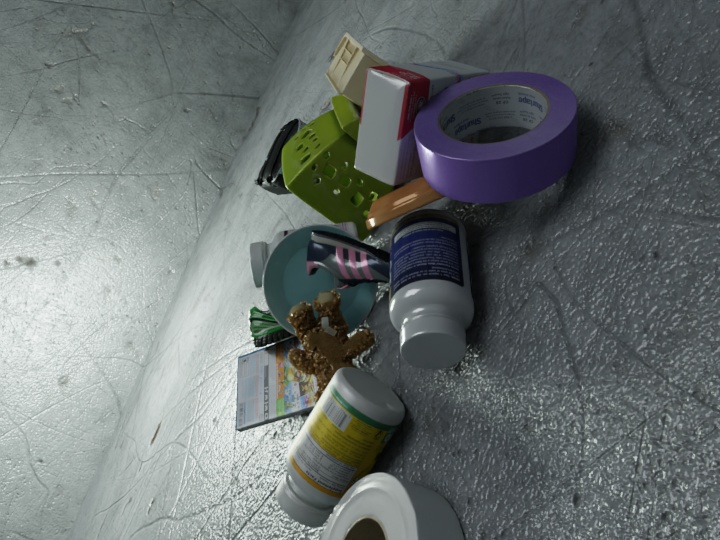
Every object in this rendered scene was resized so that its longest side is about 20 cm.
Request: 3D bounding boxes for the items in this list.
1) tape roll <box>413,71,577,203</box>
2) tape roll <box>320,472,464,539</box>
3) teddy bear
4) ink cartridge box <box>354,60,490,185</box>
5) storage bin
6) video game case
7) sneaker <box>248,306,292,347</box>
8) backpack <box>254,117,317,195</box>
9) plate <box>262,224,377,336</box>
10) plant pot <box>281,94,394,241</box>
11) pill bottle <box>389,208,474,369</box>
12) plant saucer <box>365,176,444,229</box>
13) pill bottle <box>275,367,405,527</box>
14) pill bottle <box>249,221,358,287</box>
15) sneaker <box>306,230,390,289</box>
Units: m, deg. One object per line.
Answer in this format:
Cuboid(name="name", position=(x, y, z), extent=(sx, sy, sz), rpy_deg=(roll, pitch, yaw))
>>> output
Cuboid(name="tape roll", position=(0.170, -0.173, 0.755), extent=(0.198, 0.066, 0.201), rpy_deg=(-10, 42, 9))
Cuboid(name="tape roll", position=(0.026, 0.335, 0.662), extent=(0.202, 0.070, 0.204), rpy_deg=(-45, 31, 36))
Cuboid(name="teddy bear", position=(-0.051, 0.126, 0.971), extent=(0.144, 0.067, 0.200), rpy_deg=(-36, 65, -14))
Cuboid(name="ink cartridge box", position=(0.093, -0.222, 0.875), extent=(0.085, 0.199, 0.149), rpy_deg=(30, 127, 36))
Cuboid(name="storage bin", position=(0.045, -0.358, 1.165), extent=(0.094, 0.199, 0.199), rpy_deg=(-55, 25, 20))
Cuboid(name="video game case", position=(-0.141, 0.196, 1.069), extent=(0.198, 0.018, 0.144), rpy_deg=(-21, 54, 23))
Cuboid(name="sneaker", position=(-0.113, 0.070, 1.095), extent=(0.078, 0.198, 0.086), rpy_deg=(140, 110, -81))
Cuboid(name="backpack", position=(-0.180, -0.305, 1.619), extent=(0.177, 0.149, 0.202), rpy_deg=(6, 78, 62))
Cuboid(name="plate", position=(-0.069, 0.021, 1.030), extent=(0.202, 0.199, 0.026), rpy_deg=(-62, 5, 2))
Cuboid(name="plant pot", position=(-0.022, -0.213, 1.168), extent=(0.182, 0.199, 0.200), rpy_deg=(-46, 29, 18))
Cuboid(name="pill bottle", position=(0.093, 0.024, 0.790), extent=(0.111, 0.110, 0.201), rpy_deg=(-42, 31, 38))
Cuboid(name="plant saucer", position=(0.095, -0.114, 0.863), extent=(0.198, 0.038, 0.200), rpy_deg=(-23, 4, 2))
Cuboid(name="pill bottle", position=(-0.033, 0.245, 0.819), extent=(0.201, 0.112, 0.113), rpy_deg=(-59, 25, 9))
Cuboid(name="pill bottle", position=(-0.099, -0.022, 1.094), extent=(0.112, 0.198, 0.114), rpy_deg=(172, 90, -88))
Cuboid(name="sneaker", position=(0.000, 0.000, 0.969), extent=(0.198, 0.070, 0.083), rpy_deg=(22, 103, 23))
